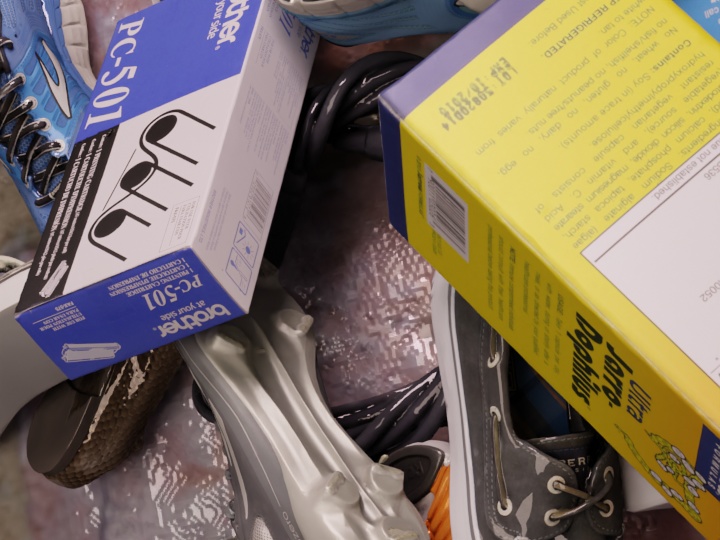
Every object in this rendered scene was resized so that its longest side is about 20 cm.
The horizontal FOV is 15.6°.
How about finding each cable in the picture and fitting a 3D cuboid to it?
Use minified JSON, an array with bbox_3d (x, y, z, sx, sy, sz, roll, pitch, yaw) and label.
[{"bbox_3d":[0.000,0.000,1.159,0.200,0.051,0.163,-31,89,15],"label":"cable"}]

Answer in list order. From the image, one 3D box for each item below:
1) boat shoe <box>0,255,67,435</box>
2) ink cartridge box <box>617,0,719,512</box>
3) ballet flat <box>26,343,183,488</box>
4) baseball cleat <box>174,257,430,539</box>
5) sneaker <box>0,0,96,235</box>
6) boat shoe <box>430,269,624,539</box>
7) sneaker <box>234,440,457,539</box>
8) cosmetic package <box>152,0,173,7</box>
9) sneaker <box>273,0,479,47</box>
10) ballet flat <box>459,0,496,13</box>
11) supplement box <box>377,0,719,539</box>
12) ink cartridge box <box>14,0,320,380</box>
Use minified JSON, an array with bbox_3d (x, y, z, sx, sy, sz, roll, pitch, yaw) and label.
[{"bbox_3d":[-0.177,0.028,1.231,0.200,0.071,0.064,-38,52,50],"label":"boat shoe"},{"bbox_3d":[0.162,-0.014,1.080,0.145,0.084,0.200,-18,81,26],"label":"ink cartridge box"},{"bbox_3d":[-0.090,0.019,1.238,0.200,0.046,0.067,-59,35,8],"label":"ballet flat"},{"bbox_3d":[-0.045,0.078,1.112,0.200,0.070,0.107,59,133,36],"label":"baseball cleat"},{"bbox_3d":[-0.161,-0.071,1.238,0.079,0.089,0.200,-41,65,30],"label":"sneaker"},{"bbox_3d":[0.073,0.077,1.050,0.057,0.069,0.200,-29,70,58],"label":"boat shoe"},{"bbox_3d":[0.019,0.130,1.161,0.200,0.092,0.076,-30,68,48],"label":"sneaker"},{"bbox_3d":[-0.075,-0.218,1.229,0.082,0.051,0.200,-20,80,25],"label":"cosmetic package"},{"bbox_3d":[0.057,-0.151,1.147,0.200,0.090,0.079,-16,65,7],"label":"sneaker"},{"bbox_3d":[0.132,-0.148,1.060,0.200,0.064,0.068,-12,89,-9],"label":"ballet flat"},{"bbox_3d":[0.112,-0.008,0.976,0.109,0.110,0.200,-39,69,-14],"label":"supplement box"},{"bbox_3d":[-0.079,-0.048,1.130,0.094,0.044,0.200,-20,35,28],"label":"ink cartridge box"}]
